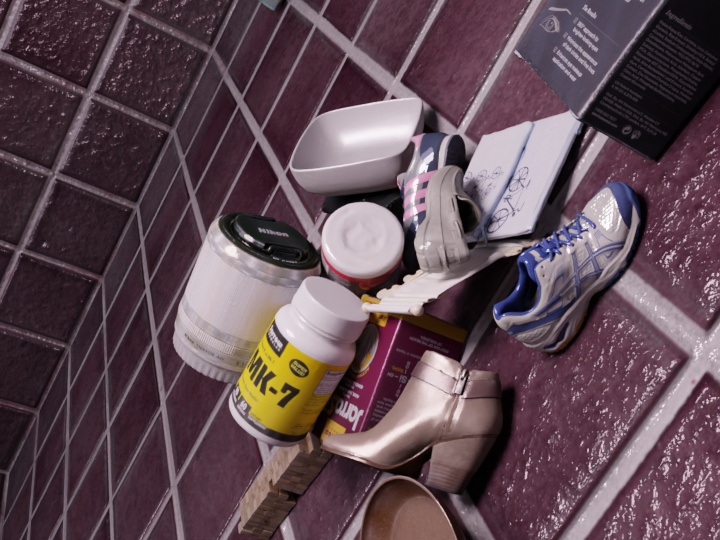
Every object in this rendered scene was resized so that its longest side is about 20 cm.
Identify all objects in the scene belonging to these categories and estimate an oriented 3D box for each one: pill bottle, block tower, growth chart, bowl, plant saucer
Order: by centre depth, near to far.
[{"bbox_3d":[0.065,0.323,0.955,0.200,0.037,0.201,-4,86,58],"label":"plant saucer"},{"bbox_3d":[0.105,0.005,1.069,0.200,0.018,0.145,-29,13,-18],"label":"growth chart"},{"bbox_3d":[-0.076,0.115,1.120,0.200,0.114,0.114,-60,27,20],"label":"pill bottle"},{"bbox_3d":[0.000,0.000,1.233,0.200,0.110,0.111,95,-177,-63],"label":"pill bottle"},{"bbox_3d":[-0.119,0.323,1.343,0.200,0.054,0.058,-56,27,23],"label":"block tower"},{"bbox_3d":[0.003,-0.185,1.369,0.199,0.075,0.200,-6,37,19],"label":"bowl"}]

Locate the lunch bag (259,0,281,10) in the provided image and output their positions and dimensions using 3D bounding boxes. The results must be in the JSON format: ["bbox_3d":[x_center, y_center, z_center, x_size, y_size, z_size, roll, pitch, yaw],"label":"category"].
[{"bbox_3d":[-0.222,-0.840,2.388,0.170,0.122,0.200,-43,26,44],"label":"lunch bag"}]

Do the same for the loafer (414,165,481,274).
[{"bbox_3d":[0.114,-0.066,1.078,0.070,0.070,0.200,-6,37,17],"label":"loafer"}]

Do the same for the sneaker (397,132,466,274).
[{"bbox_3d":[0.084,-0.096,1.232,0.082,0.070,0.201,15,85,35],"label":"sneaker"}]

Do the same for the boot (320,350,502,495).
[{"bbox_3d":[0.063,0.163,1.007,0.199,0.070,0.147,13,81,20],"label":"boot"}]

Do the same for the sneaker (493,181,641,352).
[{"bbox_3d":[0.215,-0.009,0.922,0.200,0.088,0.075,-62,24,8],"label":"sneaker"}]

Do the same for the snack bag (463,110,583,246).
[{"bbox_3d":[0.183,-0.114,1.103,0.200,0.021,0.189,-5,54,61],"label":"snack bag"}]

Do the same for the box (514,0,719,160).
[{"bbox_3d":[0.292,-0.259,0.936,0.200,0.117,0.197,-56,28,24],"label":"box"}]

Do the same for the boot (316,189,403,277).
[{"bbox_3d":[-0.018,-0.082,1.387,0.198,0.073,0.162,-40,35,-4],"label":"boot"}]

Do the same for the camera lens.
[{"bbox_3d":[-0.155,0.033,1.201,0.200,0.159,0.160,-64,25,21],"label":"camera lens"}]

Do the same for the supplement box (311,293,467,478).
[{"bbox_3d":[0.035,0.145,1.130,0.131,0.103,0.201,11,81,63],"label":"supplement box"}]
